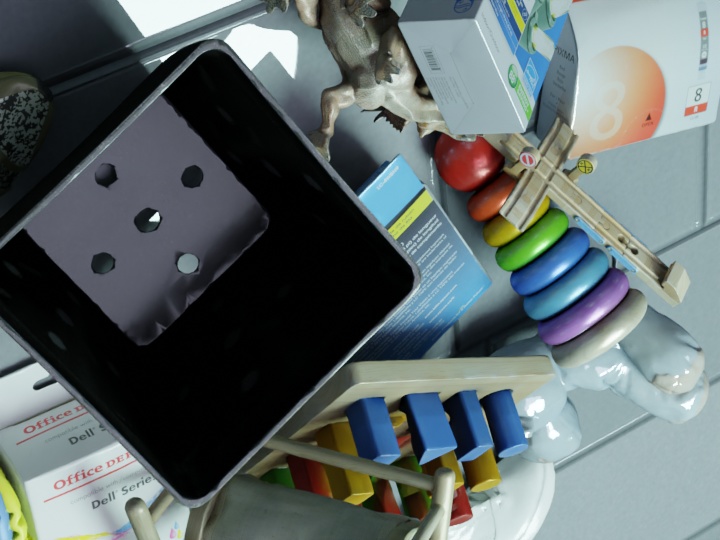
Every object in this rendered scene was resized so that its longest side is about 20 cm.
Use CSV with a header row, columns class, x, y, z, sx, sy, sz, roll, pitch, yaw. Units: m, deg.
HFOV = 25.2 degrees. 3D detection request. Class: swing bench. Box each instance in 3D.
class,x,y,z,sx,sy,sz,roll,pitch,yaw
swing bench,-0.045,0.231,1.130,0.130,0.197,0.202,-49,144,-51

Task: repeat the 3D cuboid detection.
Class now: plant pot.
class,x,y,z,sx,sy,sz,roll,pitch,yaw
plant pot,-0.116,-0.016,1.001,0.200,0.177,0.200,-44,113,-3

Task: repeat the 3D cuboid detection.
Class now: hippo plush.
class,x,y,z,sx,sy,sz,roll,pitch,yaw
hippo plush,0.179,0.087,1.321,0.160,0.159,0.201,-41,135,-8

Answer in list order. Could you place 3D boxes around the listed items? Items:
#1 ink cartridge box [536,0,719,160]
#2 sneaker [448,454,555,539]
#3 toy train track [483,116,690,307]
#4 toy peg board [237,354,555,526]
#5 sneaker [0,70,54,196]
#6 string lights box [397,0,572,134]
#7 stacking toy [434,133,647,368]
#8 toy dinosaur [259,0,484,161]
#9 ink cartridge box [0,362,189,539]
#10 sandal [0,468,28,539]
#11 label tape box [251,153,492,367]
class,x,y,z,sx,sy,sz,roll,pitch,yaw
ink cartridge box,0.222,-0.196,1.248,0.161,0.050,0.202,-15,129,-29
sneaker,0.085,0.224,1.407,0.200,0.075,0.088,-48,123,1
toy train track,0.171,-0.051,1.190,0.200,0.032,0.115,41,51,-8
toy peg board,0.030,0.153,1.228,0.198,0.099,0.199,0,152,-38
sneaker,-0.252,-0.032,0.973,0.200,0.089,0.077,-46,134,-3
string lights box,0.096,-0.200,1.076,0.103,0.058,0.202,58,44,-44
stacking toy,0.129,-0.029,1.215,0.085,0.085,0.201,-37,95,-10
toy dinosaur,0.004,-0.161,1.082,0.202,0.085,0.136,69,26,-15
ink cartridge box,-0.190,0.153,1.153,0.116,0.067,0.202,-24,130,-22
sandal,-0.282,0.218,1.124,0.086,0.079,0.202,-4,118,-30
label tape box,0.000,0.000,1.178,0.143,0.066,0.200,-45,143,-3
